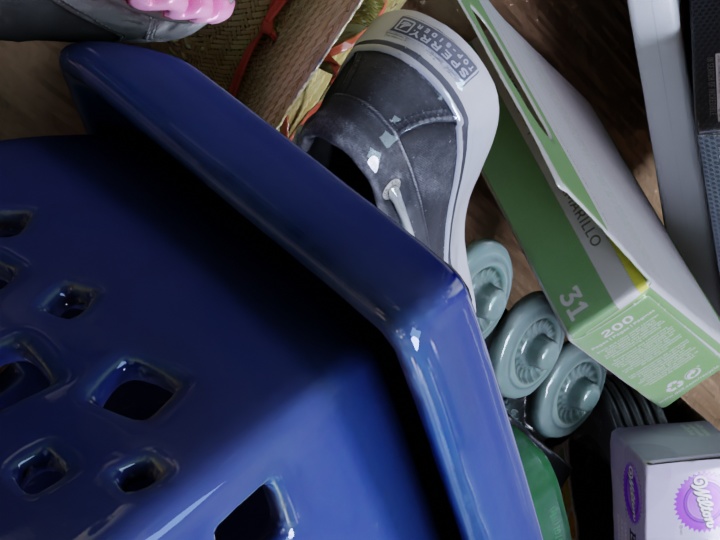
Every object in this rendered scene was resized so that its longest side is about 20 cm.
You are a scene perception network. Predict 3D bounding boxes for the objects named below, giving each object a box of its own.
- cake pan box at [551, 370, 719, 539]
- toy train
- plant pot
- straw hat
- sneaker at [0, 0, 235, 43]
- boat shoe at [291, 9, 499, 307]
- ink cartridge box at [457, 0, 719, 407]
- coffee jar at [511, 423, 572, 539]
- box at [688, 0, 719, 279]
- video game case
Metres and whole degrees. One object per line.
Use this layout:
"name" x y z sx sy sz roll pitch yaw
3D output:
"cake pan box" 0.126 0.146 1.076 0.052 0.184 0.202 -5 104 -10
"toy train" 0.030 0.049 0.986 0.115 0.085 0.200 -60 145 -8
"plant pot" -0.063 0.066 0.685 0.179 0.200 0.201 -37 137 -17
"straw hat" -0.032 -0.102 0.811 0.202 0.085 0.201 -55 178 -2
"sneaker" -0.122 -0.092 0.688 0.199 0.095 0.080 5 57 -50
"boat shoe" 0.000 0.000 0.805 0.068 0.071 0.201 -48 165 -29
"ink cartridge box" 0.072 -0.040 0.960 0.048 0.146 0.200 -35 148 14
"coffee jar" -0.014 0.134 0.855 0.199 0.085 0.105 -32 121 -36
"box" 0.175 -0.076 1.045 0.158 0.051 0.201 73 17 -46
"video game case" 0.145 -0.097 1.088 0.183 0.023 0.201 -80 160 -49
